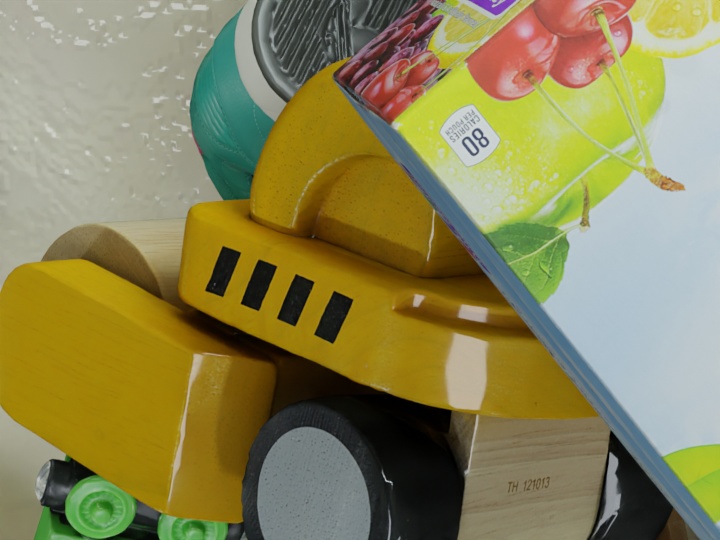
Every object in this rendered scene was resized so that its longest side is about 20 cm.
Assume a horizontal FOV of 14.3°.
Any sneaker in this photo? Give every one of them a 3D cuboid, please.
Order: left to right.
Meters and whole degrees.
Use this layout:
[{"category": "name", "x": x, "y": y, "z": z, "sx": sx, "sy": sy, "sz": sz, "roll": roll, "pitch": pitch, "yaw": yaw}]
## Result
[{"category": "sneaker", "x": 0.030, "y": -0.044, "z": 0.929, "sx": 0.200, "sy": 0.084, "sz": 0.121, "roll": 9, "pitch": 162, "yaw": -27}]

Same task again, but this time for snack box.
[{"category": "snack box", "x": 0.124, "y": -0.044, "z": 0.694, "sx": 0.200, "sy": 0.068, "sz": 0.169, "roll": -39, "pitch": 110, "yaw": -2}]

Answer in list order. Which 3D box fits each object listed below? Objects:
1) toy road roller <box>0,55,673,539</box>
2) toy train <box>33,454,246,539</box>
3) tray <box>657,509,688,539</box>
[{"category": "toy road roller", "x": 0.000, "y": 0.000, "z": 0.806, "sx": 0.200, "sy": 0.123, "sz": 0.146, "roll": 22, "pitch": 109, "yaw": 43}, {"category": "toy train", "x": -0.011, "y": 0.101, "z": 0.925, "sx": 0.200, "sy": 0.042, "sz": 0.056, "roll": 15, "pitch": 112, "yaw": -12}, {"category": "tray", "x": 0.022, "y": 0.146, "z": 0.974, "sx": 0.200, "sy": 0.037, "sz": 0.099, "roll": -10, "pitch": 86, "yaw": -18}]
